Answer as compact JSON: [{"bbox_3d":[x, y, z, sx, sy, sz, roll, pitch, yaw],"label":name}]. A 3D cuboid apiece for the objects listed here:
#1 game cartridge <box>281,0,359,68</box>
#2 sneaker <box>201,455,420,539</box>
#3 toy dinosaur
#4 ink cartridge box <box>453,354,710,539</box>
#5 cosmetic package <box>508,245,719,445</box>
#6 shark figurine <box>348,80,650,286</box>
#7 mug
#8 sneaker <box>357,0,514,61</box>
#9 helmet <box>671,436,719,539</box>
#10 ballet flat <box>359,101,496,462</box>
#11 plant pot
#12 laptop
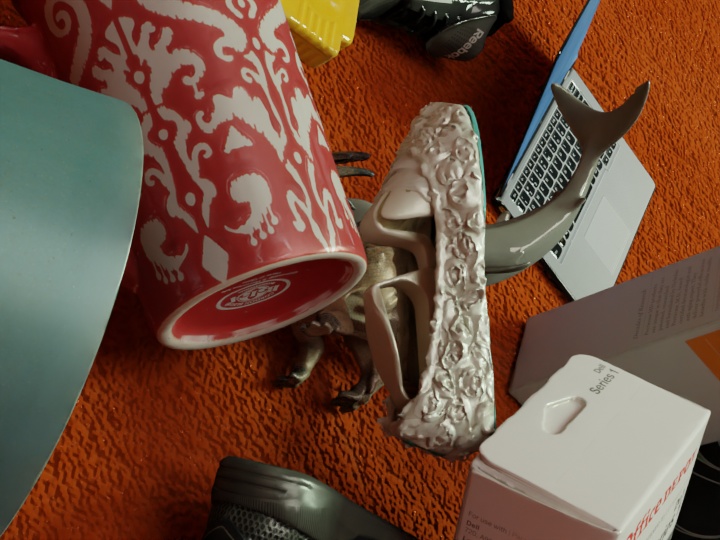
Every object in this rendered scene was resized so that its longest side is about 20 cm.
[{"bbox_3d":[-0.072,-0.234,0.853,0.200,0.032,0.177,31,51,-32],"label":"game cartridge"},{"bbox_3d":[-0.020,0.175,0.746,0.199,0.076,0.115,37,68,-52],"label":"sneaker"},{"bbox_3d":[0.000,0.000,0.833,0.200,0.086,0.136,25,57,-36],"label":"toy dinosaur"},{"bbox_3d":[0.105,0.167,0.784,0.146,0.084,0.201,-35,141,-52],"label":"ink cartridge box"},{"bbox_3d":[0.207,0.056,0.947,0.101,0.200,0.071,43,45,-24],"label":"cosmetic package"},{"bbox_3d":[0.095,-0.026,0.899,0.214,0.089,0.129,-26,104,-14],"label":"shark figurine"},{"bbox_3d":[-0.100,-0.064,0.727,0.201,0.177,0.133,68,10,16],"label":"mug"},{"bbox_3d":[0.050,-0.183,0.996,0.200,0.066,0.091,-26,89,-53],"label":"sneaker"},{"bbox_3d":[0.281,0.183,0.977,0.199,0.191,0.201,-2,95,-23],"label":"helmet"},{"bbox_3d":[0.033,-0.001,0.762,0.072,0.072,0.201,15,64,-43],"label":"ballet flat"},{"bbox_3d":[-0.199,-0.004,0.545,0.161,0.200,0.201,23,55,-25],"label":"plant pot"},{"bbox_3d":[0.181,-0.102,1.063,0.200,0.116,0.187,51,43,-17],"label":"laptop"}]
